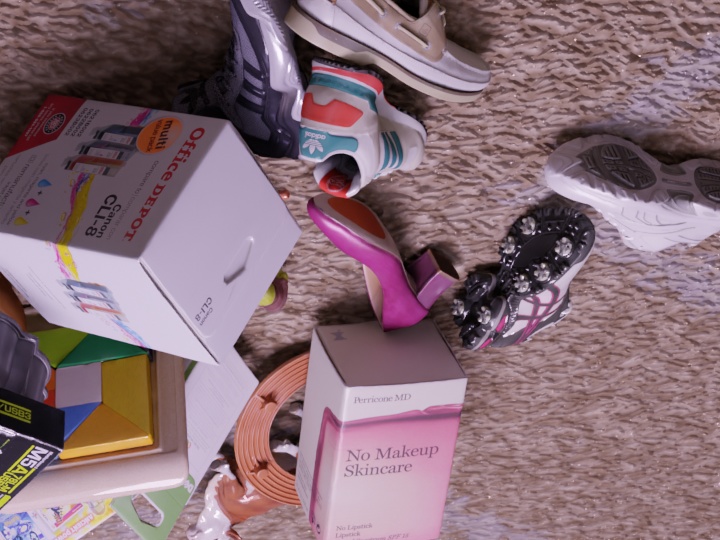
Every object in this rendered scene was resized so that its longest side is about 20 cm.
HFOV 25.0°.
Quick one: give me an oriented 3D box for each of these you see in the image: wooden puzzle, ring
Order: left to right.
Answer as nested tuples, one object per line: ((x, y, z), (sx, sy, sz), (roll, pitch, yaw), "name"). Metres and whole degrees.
((-0.253, 0.113, 1.487), (0.185, 0.200, 0.037), (-9, 150, 3), "wooden puzzle")
((-0.030, 0.163, 1.654), (0.200, 0.019, 0.201), (-11, 123, -17), "ring")

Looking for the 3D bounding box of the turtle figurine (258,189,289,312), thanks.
((-0.121, 0.005, 1.449), (0.200, 0.064, 0.161), (-32, 157, 11), "turtle figurine")

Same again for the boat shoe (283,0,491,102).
((0.036, -0.188, 1.273), (0.200, 0.075, 0.068), (14, 114, -43), "boat shoe")

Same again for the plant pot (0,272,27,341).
((-0.386, 0.021, 1.409), (0.200, 0.140, 0.200), (-3, 139, -3), "plant pot")

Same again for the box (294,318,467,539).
((0.017, 0.161, 1.591), (0.128, 0.109, 0.200), (-4, 122, -18), "box")

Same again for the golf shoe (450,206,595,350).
((0.168, 0.007, 1.525), (0.088, 0.077, 0.200), (8, 146, -31), "golf shoe")

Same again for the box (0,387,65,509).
((-0.371, 0.148, 1.303), (0.193, 0.048, 0.200), (23, 130, -33), "box")

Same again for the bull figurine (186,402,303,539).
((-0.108, 0.219, 1.721), (0.200, 0.065, 0.121), (-25, 134, 6), "bull figurine")

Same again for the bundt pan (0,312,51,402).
((-0.361, 0.113, 1.355), (0.202, 0.076, 0.202), (-3, 139, -3), "bundt pan")

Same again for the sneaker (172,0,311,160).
((-0.101, -0.155, 1.295), (0.114, 0.076, 0.200), (-12, 138, 6), "sneaker")

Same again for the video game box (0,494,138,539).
((-0.338, 0.197, 1.608), (0.200, 0.047, 0.182), (-36, 89, 31), "video game box")

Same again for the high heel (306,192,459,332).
((0.000, 0.000, 1.485), (0.096, 0.067, 0.200), (-41, 132, 20), "high heel")

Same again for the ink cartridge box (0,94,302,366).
((-0.180, -0.035, 1.304), (0.200, 0.145, 0.145), (11, 149, 34), "ink cartridge box")

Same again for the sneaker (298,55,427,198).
((-0.005, -0.100, 1.313), (0.070, 0.093, 0.200), (17, 172, 20), "sneaker")

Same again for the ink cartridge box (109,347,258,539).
((-0.184, 0.153, 1.541), (0.059, 0.200, 0.104), (15, 153, 30), "ink cartridge box")

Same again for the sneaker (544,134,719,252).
((0.246, -0.056, 1.454), (0.200, 0.078, 0.099), (13, 139, -19), "sneaker")
